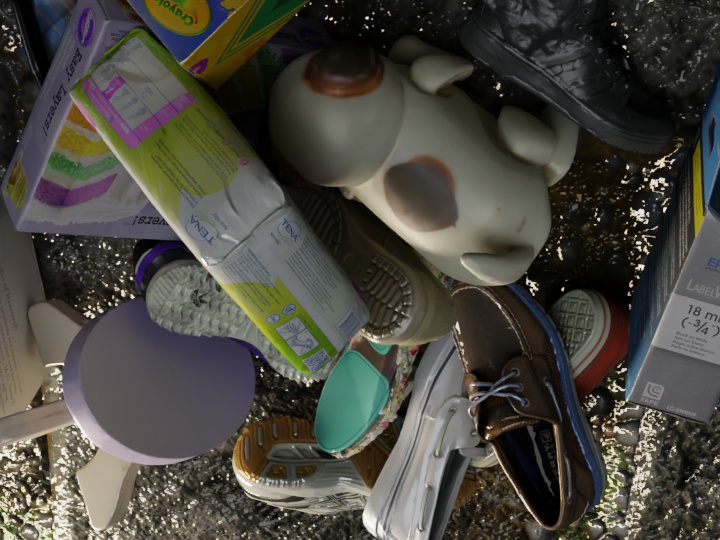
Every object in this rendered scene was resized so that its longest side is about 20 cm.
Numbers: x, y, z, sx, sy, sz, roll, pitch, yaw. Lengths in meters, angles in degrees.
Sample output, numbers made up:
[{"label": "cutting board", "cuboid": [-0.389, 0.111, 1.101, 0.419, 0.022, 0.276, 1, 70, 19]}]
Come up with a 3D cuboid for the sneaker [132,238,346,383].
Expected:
[{"label": "sneaker", "cuboid": [-0.092, 0.018, 1.187, 0.200, 0.100, 0.070, 26, 102, -38]}]

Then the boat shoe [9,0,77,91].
[{"label": "boat shoe", "cuboid": [-0.223, -0.202, 1.084, 0.069, 0.066, 0.201, 0, 121, 12]}]

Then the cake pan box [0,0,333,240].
[{"label": "cake pan box", "cuboid": [-0.130, -0.103, 1.077, 0.199, 0.052, 0.185, 4, 133, -39]}]

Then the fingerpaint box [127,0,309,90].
[{"label": "fingerpaint box", "cuboid": [-0.100, -0.244, 0.951, 0.167, 0.073, 0.200, -43, 76, 6]}]

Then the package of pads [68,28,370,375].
[{"label": "package of pads", "cuboid": [-0.088, -0.046, 0.963, 0.068, 0.200, 0.155, -40, 144, -3]}]

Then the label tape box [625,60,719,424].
[{"label": "label tape box", "cuboid": [0.241, -0.019, 1.049, 0.063, 0.144, 0.201, 16, 123, 2]}]

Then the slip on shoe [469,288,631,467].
[{"label": "slip on shoe", "cuboid": [0.140, 0.089, 1.186, 0.061, 0.074, 0.200, 11, 135, -33]}]

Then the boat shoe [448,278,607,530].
[{"label": "boat shoe", "cuboid": [0.115, 0.092, 1.106, 0.072, 0.072, 0.201, -27, 94, 32]}]

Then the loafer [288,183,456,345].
[{"label": "loafer", "cuboid": [0.000, 0.000, 1.106, 0.068, 0.200, 0.076, 27, 104, -40]}]

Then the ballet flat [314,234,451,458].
[{"label": "ballet flat", "cuboid": [0.026, 0.061, 1.182, 0.076, 0.064, 0.201, 46, 126, 37]}]

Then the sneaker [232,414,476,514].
[{"label": "sneaker", "cuboid": [-0.006, 0.164, 1.268, 0.199, 0.076, 0.088, 9, 152, -3]}]

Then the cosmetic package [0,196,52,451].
[{"label": "cosmetic package", "cuboid": [-0.355, 0.055, 1.188, 0.164, 0.200, 0.166, 1, 122, 11]}]

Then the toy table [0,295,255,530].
[{"label": "toy table", "cuboid": [-0.185, 0.098, 1.193, 0.117, 0.200, 0.185, -22, 72, 31]}]

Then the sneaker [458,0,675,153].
[{"label": "sneaker", "cuboid": [0.145, -0.165, 1.032, 0.199, 0.060, 0.104, 29, 123, -5]}]

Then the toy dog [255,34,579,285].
[{"label": "toy dog", "cuboid": [0.026, -0.075, 1.040, 0.199, 0.195, 0.140, 29, 132, -16]}]

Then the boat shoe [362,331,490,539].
[{"label": "boat shoe", "cuboid": [0.072, 0.123, 1.181, 0.067, 0.073, 0.201, 26, 100, 28]}]
